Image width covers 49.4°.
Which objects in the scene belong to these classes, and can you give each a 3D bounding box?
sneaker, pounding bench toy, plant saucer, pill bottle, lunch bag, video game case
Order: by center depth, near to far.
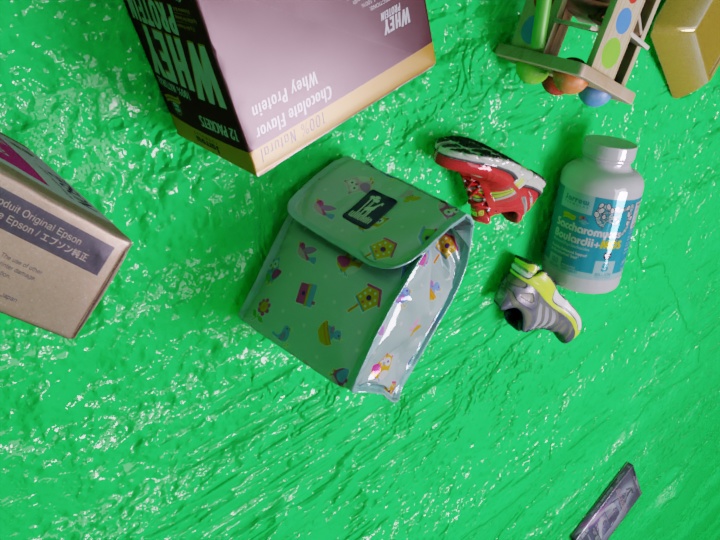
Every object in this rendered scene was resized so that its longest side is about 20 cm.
[{"bbox_3d":[0.000,0.000,0.763,0.122,0.170,0.201,22,96,-55],"label":"lunch bag"},{"bbox_3d":[0.226,-0.279,0.859,0.199,0.124,0.157,8,106,-45],"label":"pounding bench toy"},{"bbox_3d":[0.151,-0.098,0.925,0.199,0.077,0.085,15,106,-46],"label":"sneaker"},{"bbox_3d":[0.318,-0.078,1.066,0.110,0.111,0.201,-14,120,-38],"label":"pill bottle"},{"bbox_3d":[0.497,-0.366,1.106,0.200,0.048,0.201,30,89,-55],"label":"plant saucer"},{"bbox_3d":[0.247,0.055,1.111,0.081,0.074,0.200,-47,131,1],"label":"sneaker"},{"bbox_3d":[0.520,0.513,1.646,0.200,0.019,0.143,-46,136,-14],"label":"video game case"}]

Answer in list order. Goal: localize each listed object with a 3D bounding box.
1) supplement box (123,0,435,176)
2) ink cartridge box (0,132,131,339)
[{"bbox_3d":[-0.068,-0.221,0.606,0.197,0.133,0.201,-36,132,-24],"label":"supplement box"},{"bbox_3d":[-0.255,-0.057,0.468,0.165,0.200,0.075,34,88,-48],"label":"ink cartridge box"}]
